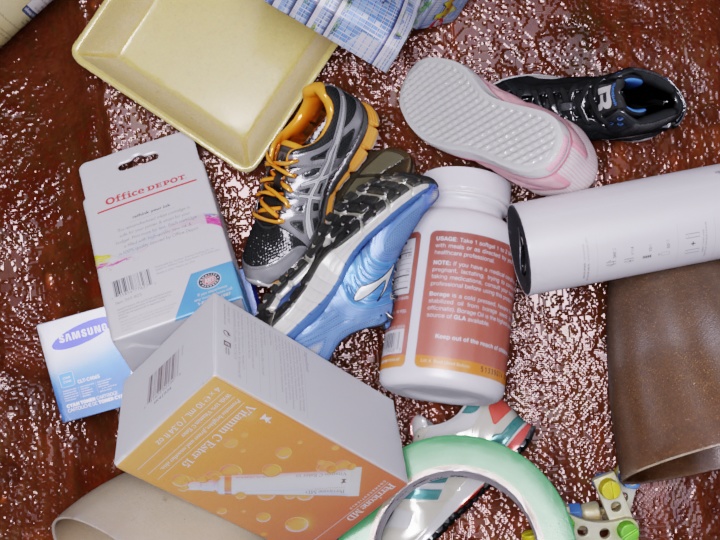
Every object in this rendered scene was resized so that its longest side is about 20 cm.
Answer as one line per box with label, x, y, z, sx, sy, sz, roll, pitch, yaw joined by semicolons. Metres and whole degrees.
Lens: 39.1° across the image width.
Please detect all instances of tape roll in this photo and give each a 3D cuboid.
tape roll;0.082;0.243;0.864;0.200;0.048;0.201;-2;71;6

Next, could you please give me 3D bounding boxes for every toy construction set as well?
toy construction set;0.218;0.287;0.941;0.131;0.092;0.200;-11;79;-3

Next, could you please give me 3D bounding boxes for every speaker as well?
speaker;0.226;-0.035;0.848;0.200;0.081;0.081;-11;90;-2

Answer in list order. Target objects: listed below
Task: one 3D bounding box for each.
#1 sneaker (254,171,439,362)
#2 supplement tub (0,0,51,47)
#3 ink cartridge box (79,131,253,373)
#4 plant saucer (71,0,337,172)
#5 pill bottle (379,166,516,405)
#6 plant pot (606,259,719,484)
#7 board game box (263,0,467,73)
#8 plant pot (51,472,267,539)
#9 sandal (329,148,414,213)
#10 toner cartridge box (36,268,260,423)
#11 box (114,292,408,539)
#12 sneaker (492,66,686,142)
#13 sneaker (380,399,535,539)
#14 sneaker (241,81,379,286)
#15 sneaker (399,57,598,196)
sneaker;0.000;0.000;0.874;0.089;0.079;0.200;42;87;-27
supplement tub;-0.364;-0.255;0.891;0.200;0.144;0.144;-44;91;-2
ink cartridge box;-0.175;-0.020;0.909;0.115;0.068;0.200;-19;57;-3
plant saucer;-0.130;-0.223;0.948;0.200;0.048;0.200;34;89;-2
pill bottle;0.084;0.014;0.914;0.112;0.112;0.200;9;75;-2
plant pot;0.296;0.069;0.907;0.187;0.187;0.200;-12;70;-2
board game box;0.010;-0.271;0.905;0.200;0.200;0.062;27;131;-12
plant pot;-0.148;0.240;0.889;0.200;0.200;0.134;44;54;-1
sandal;-0.008;-0.021;0.942;0.082;0.055;0.200;21;86;39
toner cartridge box;-0.188;0.069;0.944;0.200;0.043;0.095;-16;88;-2
box;-0.078;0.131;0.825;0.200;0.098;0.124;34;116;-29
sneaker;0.196;-0.155;0.928;0.200;0.112;0.073;-3;88;-3
sneaker;0.066;0.189;0.950;0.200;0.070;0.093;-44;73;0
sneaker;-0.060;-0.080;0.920;0.078;0.077;0.200;17;78;39
sneaker;0.125;-0.121;0.899;0.200;0.105;0.075;36;101;42
